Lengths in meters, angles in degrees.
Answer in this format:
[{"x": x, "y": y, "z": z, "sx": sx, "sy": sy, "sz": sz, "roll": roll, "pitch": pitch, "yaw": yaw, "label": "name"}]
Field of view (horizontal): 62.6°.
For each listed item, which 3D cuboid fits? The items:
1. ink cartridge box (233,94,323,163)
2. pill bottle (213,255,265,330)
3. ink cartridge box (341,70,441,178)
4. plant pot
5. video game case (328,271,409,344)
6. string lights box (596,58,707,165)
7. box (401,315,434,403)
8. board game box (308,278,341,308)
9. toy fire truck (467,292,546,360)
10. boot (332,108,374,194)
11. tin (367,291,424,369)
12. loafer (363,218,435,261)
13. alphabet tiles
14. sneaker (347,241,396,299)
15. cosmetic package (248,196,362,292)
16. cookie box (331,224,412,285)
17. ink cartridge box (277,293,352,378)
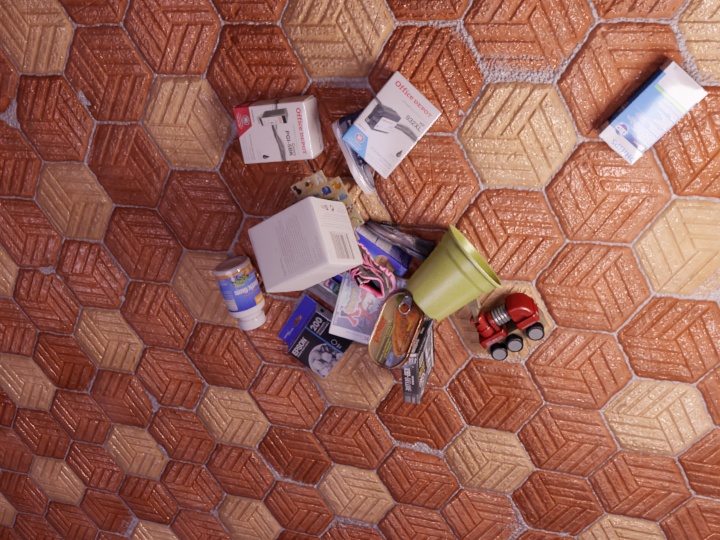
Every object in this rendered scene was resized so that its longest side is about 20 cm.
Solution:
[{"x": -0.207, "y": -0.358, "z": 1.508, "sx": 0.197, "sy": 0.083, "sz": 0.149, "roll": -1, "pitch": 114, "yaw": 18, "label": "ink cartridge box"}, {"x": -0.348, "y": 0.069, "z": 1.745, "sx": 0.110, "sy": 0.112, "sz": 0.202, "roll": -9, "pitch": 113, "yaw": 20, "label": "pill bottle"}, {"x": 0.071, "y": -0.342, "z": 1.397, "sx": 0.145, "sy": 0.084, "sz": 0.200, "roll": 40, "pitch": 101, "yaw": -8, "label": "ink cartridge box"}, {"x": 0.220, "y": 0.022, "z": 1.480, "sx": 0.184, "sy": 0.201, "sz": 0.200, "roll": -42, "pitch": 99, "yaw": 16, "label": "plant pot"}, {"x": 0.024, "y": 0.098, "z": 1.578, "sx": 0.180, "sy": 0.023, "sz": 0.203, "roll": 16, "pitch": 103, "yaw": 2, "label": "video game case"}, {"x": 0.624, "y": -0.340, "z": 1.280, "sx": 0.102, "sy": 0.059, "sz": 0.200, "roll": 39, "pitch": 120, "yaw": -4, "label": "string lights box"}, {"x": 0.159, "y": 0.238, "z": 1.625, "sx": 0.049, "sy": 0.200, "sz": 0.160, "roll": 3, "pitch": 116, "yaw": 19, "label": "box"}, {"x": -0.073, "y": 0.069, "z": 1.660, "sx": 0.199, "sy": 0.034, "sz": 0.134, "roll": 36, "pitch": 163, "yaw": -3, "label": "board game box"}, {"x": 0.363, "y": 0.105, "z": 1.558, "sx": 0.175, "sy": 0.129, "sz": 0.200, "roll": -35, "pitch": 112, "yaw": 28, "label": "toy fire truck"}, {"x": 0.010, "y": -0.295, "z": 1.480, "sx": 0.089, "sy": 0.073, "sz": 0.202, "roll": -22, "pitch": 107, "yaw": 19, "label": "boot"}, {"x": 0.092, "y": 0.155, "z": 1.515, "sx": 0.111, "sy": 0.042, "sz": 0.202, "roll": 21, "pitch": 83, "yaw": 19, "label": "tin"}, {"x": 0.106, "y": -0.094, "z": 1.563, "sx": 0.198, "sy": 0.072, "sz": 0.064, "roll": 29, "pitch": 101, "yaw": -6, "label": "loafer"}, {"x": -0.090, "y": -0.147, "z": 1.508, "sx": 0.165, "sy": 0.006, "sz": 0.202, "roll": -23, "pitch": 106, "yaw": 26, "label": "alphabet tiles"}, {"x": 0.000, "y": 0.000, "z": 1.495, "sx": 0.199, "sy": 0.096, "sz": 0.079, "roll": 37, "pitch": 122, "yaw": -1, "label": "sneaker"}, {"x": -0.133, "y": -0.058, "z": 1.436, "sx": 0.198, "sy": 0.164, "sz": 0.167, "roll": -23, "pitch": 79, "yaw": 26, "label": "cosmetic package"}, {"x": 0.011, "y": -0.017, "z": 1.615, "sx": 0.199, "sy": 0.075, "sz": 0.172, "roll": 35, "pitch": 120, "yaw": -2, "label": "cookie box"}, {"x": -0.137, "y": 0.202, "z": 1.788, "sx": 0.199, "sy": 0.043, "sz": 0.199, "roll": 35, "pitch": 120, "yaw": -1, "label": "ink cartridge box"}]
